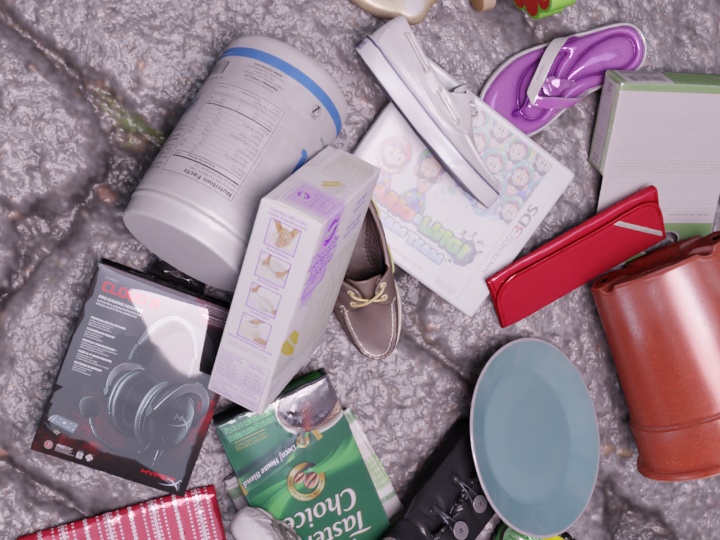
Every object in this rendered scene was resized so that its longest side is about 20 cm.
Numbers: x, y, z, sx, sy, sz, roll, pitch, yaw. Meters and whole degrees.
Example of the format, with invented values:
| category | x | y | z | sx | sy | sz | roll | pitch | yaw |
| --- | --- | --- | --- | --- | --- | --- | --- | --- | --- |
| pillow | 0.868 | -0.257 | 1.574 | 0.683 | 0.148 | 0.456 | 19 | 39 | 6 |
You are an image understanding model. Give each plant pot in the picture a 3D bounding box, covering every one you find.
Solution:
| category | x | y | z | sx | sy | sz | roll | pitch | yaw |
| --- | --- | --- | --- | --- | --- | --- | --- | --- | --- |
| plant pot | 0.336 | 0.077 | 1.037 | 0.200 | 0.201 | 0.196 | -24 | 92 | -10 |

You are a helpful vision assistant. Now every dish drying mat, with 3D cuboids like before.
| category | x | y | z | sx | sy | sz | roll | pitch | yaw |
| --- | --- | --- | --- | --- | --- | --- | --- | --- | --- |
| dish drying mat | 0.224 | -0.012 | 1.064 | 0.199 | 0.018 | 0.077 | -29 | 133 | -5 |

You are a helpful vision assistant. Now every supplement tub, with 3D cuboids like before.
| category | x | y | z | sx | sy | sz | roll | pitch | yaw |
| --- | --- | --- | --- | --- | --- | --- | --- | --- | --- |
| supplement tub | -0.109 | -0.097 | 0.931 | 0.132 | 0.132 | 0.201 | 32 | 72 | -12 |

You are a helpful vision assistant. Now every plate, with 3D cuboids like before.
| category | x | y | z | sx | sy | sz | roll | pitch | yaw |
| --- | --- | --- | --- | --- | --- | --- | --- | --- | --- |
| plate | 0.174 | 0.169 | 1.052 | 0.199 | 0.025 | 0.202 | 11 | 73 | -38 |

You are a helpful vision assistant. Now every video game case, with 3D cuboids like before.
| category | x | y | z | sx | sy | sz | roll | pitch | yaw |
| --- | --- | --- | --- | --- | --- | --- | --- | --- | --- |
| video game case | 0.087 | -0.082 | 1.039 | 0.199 | 0.024 | 0.183 | 35 | 94 | -12 |

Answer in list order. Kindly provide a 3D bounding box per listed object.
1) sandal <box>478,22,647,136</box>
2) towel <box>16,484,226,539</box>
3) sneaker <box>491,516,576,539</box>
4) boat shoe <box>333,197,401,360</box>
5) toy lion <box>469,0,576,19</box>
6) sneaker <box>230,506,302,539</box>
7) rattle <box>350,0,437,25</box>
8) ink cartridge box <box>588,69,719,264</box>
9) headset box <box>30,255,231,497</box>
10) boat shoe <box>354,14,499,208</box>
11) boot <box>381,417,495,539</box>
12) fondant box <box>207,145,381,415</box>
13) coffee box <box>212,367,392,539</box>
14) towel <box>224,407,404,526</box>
| category | x | y | z | sx | sy | sz | roll | pitch | yaw |
| --- | --- | --- | --- | --- | --- | --- | --- | --- | --- |
| sandal | 0.208 | -0.202 | 1.057 | 0.202 | 0.050 | 0.083 | -31 | 99 | -8 |
| towel | -0.225 | 0.303 | 1.007 | 0.199 | 0.022 | 0.146 | -13 | 94 | -13 |
| sneaker | 0.218 | 0.329 | 1.088 | 0.200 | 0.078 | 0.085 | 39 | 92 | -3 |
| boat shoe | 0.000 | 0.000 | 1.003 | 0.071 | 0.060 | 0.201 | -10 | 107 | -1 |
| toy lion | 0.143 | -0.333 | 0.962 | 0.068 | 0.192 | 0.201 | -18 | 97 | -11 |
| sneaker | -0.075 | 0.313 | 0.950 | 0.099 | 0.078 | 0.201 | -31 | 100 | 1 |
| rattle | 0.011 | -0.321 | 0.965 | 0.200 | 0.143 | 0.130 | 37 | 104 | -18 |
| ink cartridge box | 0.313 | -0.106 | 1.089 | 0.144 | 0.048 | 0.201 | 0 | 118 | -13 |
| headset box | -0.202 | 0.089 | 0.971 | 0.148 | 0.077 | 0.201 | 21 | 90 | -13 |
| boat shoe | 0.079 | -0.150 | 0.977 | 0.065 | 0.074 | 0.200 | -39 | 104 | 4 |
| boot | 0.102 | 0.269 | 1.028 | 0.200 | 0.065 | 0.165 | -50 | 120 | -39 |
| fondant box | -0.058 | 0.007 | 0.911 | 0.058 | 0.144 | 0.201 | 24 | 120 | 10 |
| coffee box | -0.050 | 0.209 | 1.000 | 0.122 | 0.044 | 0.201 | -22 | 101 | -9 |
| towel | -0.029 | 0.256 | 1.048 | 0.149 | 0.031 | 0.201 | -31 | 102 | -7 |
